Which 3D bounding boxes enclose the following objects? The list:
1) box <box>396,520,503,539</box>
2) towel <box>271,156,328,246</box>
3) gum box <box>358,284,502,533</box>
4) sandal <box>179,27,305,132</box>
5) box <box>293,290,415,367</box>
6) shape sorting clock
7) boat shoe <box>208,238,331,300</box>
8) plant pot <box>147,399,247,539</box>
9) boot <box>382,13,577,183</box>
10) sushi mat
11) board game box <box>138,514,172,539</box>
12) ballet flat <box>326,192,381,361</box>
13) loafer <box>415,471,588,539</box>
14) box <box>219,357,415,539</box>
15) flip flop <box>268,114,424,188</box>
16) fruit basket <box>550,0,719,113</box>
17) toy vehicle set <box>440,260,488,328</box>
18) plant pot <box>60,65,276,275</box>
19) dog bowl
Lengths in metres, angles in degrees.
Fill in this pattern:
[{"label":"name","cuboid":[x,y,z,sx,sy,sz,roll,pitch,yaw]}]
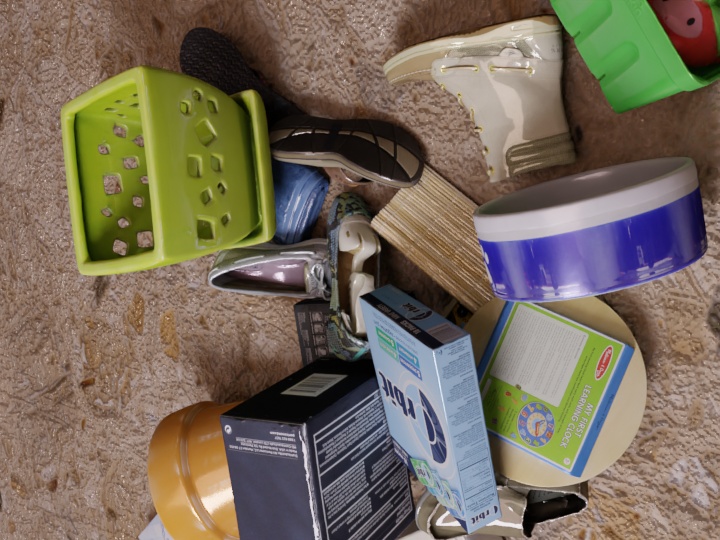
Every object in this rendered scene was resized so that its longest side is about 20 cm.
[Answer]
[{"label":"box","cuboid":[0.077,0.355,1.002,0.199,0.068,0.083,-38,82,35]},{"label":"towel","cuboid":[-0.136,-0.115,1.023,0.199,0.048,0.113,33,118,22]},{"label":"gum box","cuboid":[0.069,0.134,0.817,0.170,0.044,0.203,32,137,63]},{"label":"sandal","cuboid":[-0.145,-0.218,0.996,0.200,0.045,0.075,42,91,2]},{"label":"box","cuboid":[0.005,0.131,0.997,0.156,0.051,0.204,-4,100,34]},{"label":"shape sorting clock","cuboid":[0.186,0.114,0.814,0.197,0.039,0.204,-4,79,19]},{"label":"boat shoe","cuboid":[-0.084,0.004,0.979,0.198,0.065,0.075,7,127,5]},{"label":"plant pot","cuboid":[-0.145,0.253,1.058,0.181,0.200,0.203,-25,90,19]},{"label":"boot","cuboid":[0.120,-0.167,0.831,0.197,0.072,0.157,-4,103,33]},{"label":"sushi mat","cuboid":[0.111,-0.025,0.880,0.199,0.012,0.096,41,89,19]},{"label":"board game box","cuboid":[-0.235,0.436,1.243,0.201,0.043,0.199,49,123,12]},{"label":"ballet flat","cuboid":[0.000,0.000,0.915,0.073,0.074,0.204,-13,73,34]},{"label":"loafer","cuboid":[0.155,0.248,0.864,0.197,0.070,0.076,-19,121,2]},{"label":"box","cuboid":[-0.041,0.224,0.900,0.122,0.199,0.202,-2,101,32]},{"label":"flip flop","cuboid":[-0.018,-0.131,0.932,0.197,0.082,0.058,11,145,21]},{"label":"fruit basket","cuboid":[0.273,-0.261,0.669,0.214,0.154,0.219,27,130,38]},{"label":"toy vehicle set","cuboid":[0.173,0.098,0.857,0.199,0.027,0.125,37,88,19]},{"label":"plant pot","cuboid":[-0.210,-0.106,0.915,0.198,0.180,0.203,-5,92,45]},{"label":"dog bowl","cuboid":[0.206,-0.039,0.730,0.198,0.199,0.080,-9,101,34]}]
